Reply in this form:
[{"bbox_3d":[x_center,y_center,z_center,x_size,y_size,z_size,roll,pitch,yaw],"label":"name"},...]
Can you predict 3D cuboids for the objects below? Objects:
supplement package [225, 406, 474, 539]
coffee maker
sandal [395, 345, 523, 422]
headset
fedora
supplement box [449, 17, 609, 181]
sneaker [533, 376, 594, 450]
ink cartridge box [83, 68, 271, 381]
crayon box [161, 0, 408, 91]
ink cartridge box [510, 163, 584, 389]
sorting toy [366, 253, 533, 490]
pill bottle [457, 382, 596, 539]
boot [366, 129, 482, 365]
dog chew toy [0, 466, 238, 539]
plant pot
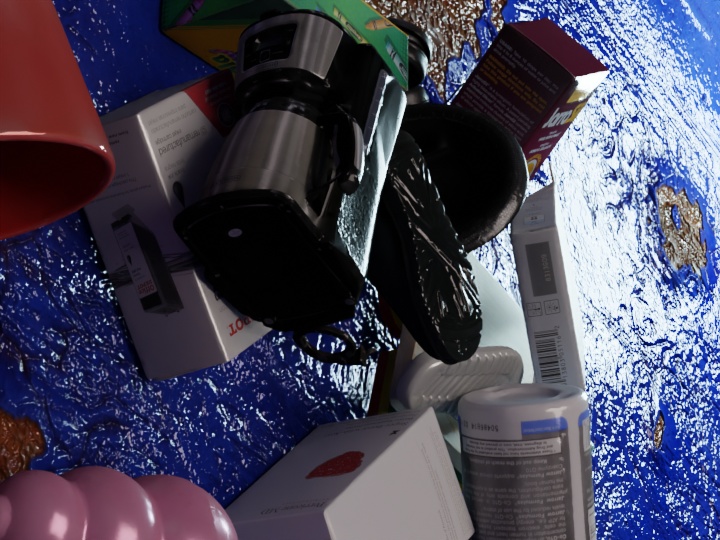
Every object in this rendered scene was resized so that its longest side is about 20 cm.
[{"bbox_3d":[-0.013,0.209,1.548,0.200,0.121,0.121,-38,112,-57],"label":"supplement package"},{"bbox_3d":[-0.044,-0.066,1.456,0.193,0.134,0.201,79,20,-49],"label":"coffee maker"},{"bbox_3d":[0.086,0.088,1.679,0.050,0.083,0.202,42,11,26],"label":"sandal"},{"bbox_3d":[0.027,-0.169,1.816,0.199,0.094,0.125,11,69,-40],"label":"headset"},{"bbox_3d":[0.052,-0.056,1.708,0.092,0.199,0.202,76,21,-53],"label":"fedora"},{"bbox_3d":[0.133,-0.133,1.814,0.086,0.201,0.110,41,23,14],"label":"supplement box"},{"bbox_3d":[0.197,0.198,1.919,0.075,0.088,0.202,0,80,-59],"label":"sneaker"},{"bbox_3d":[-0.131,-0.036,1.481,0.147,0.082,0.201,-37,110,-57],"label":"ink cartridge box"},{"bbox_3d":[-0.060,-0.200,1.618,0.200,0.118,0.059,30,55,-50],"label":"crayon box"},{"bbox_3d":[0.174,0.004,1.791,0.200,0.047,0.161,-80,159,-70],"label":"ink cartridge box"},{"bbox_3d":[0.080,0.091,1.787,0.200,0.069,0.200,46,44,-40],"label":"sorting toy"},{"bbox_3d":[0.144,0.204,1.639,0.114,0.113,0.202,-14,102,-58],"label":"pill bottle"},{"bbox_3d":[0.000,0.000,1.588,0.076,0.168,0.201,-16,84,-52],"label":"boot"},{"bbox_3d":[-0.176,0.190,1.305,0.199,0.124,0.126,24,59,-43],"label":"dog chew toy"},{"bbox_3d":[-0.268,-0.125,1.214,0.200,0.200,0.179,9,62,-57],"label":"plant pot"}]
